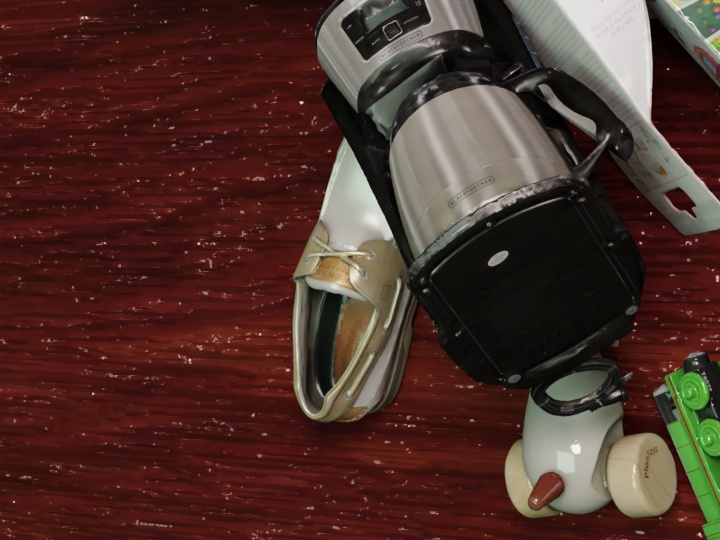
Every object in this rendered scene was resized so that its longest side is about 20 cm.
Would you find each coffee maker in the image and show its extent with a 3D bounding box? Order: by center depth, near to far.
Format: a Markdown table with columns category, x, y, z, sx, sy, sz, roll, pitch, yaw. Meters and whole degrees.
| category | x | y | z | sx | sy | sz | roll | pitch | yaw |
| --- | --- | --- | --- | --- | --- | --- | --- | --- | --- |
| coffee maker | 0.062 | -0.044 | 1.176 | 0.193 | 0.134 | 0.201 | 86 | 166 | -48 |

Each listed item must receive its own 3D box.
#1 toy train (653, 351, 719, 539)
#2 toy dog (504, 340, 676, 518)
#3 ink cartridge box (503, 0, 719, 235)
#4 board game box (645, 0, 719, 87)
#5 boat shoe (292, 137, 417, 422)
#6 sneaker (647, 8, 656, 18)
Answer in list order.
| category | x | y | z | sx | sy | sz | roll | pitch | yaw |
| --- | --- | --- | --- | --- | --- | --- | --- | --- | --- |
| toy train | 0.223 | 0.145 | 1.242 | 0.056 | 0.042 | 0.201 | -31 | 78 | 52 |
| toy dog | 0.109 | 0.064 | 1.257 | 0.132 | 0.096 | 0.201 | -34 | 79 | 31 |
| ink cartridge box | 0.143 | -0.112 | 1.175 | 0.047 | 0.160 | 0.200 | -39 | 90 | -2 |
| board game box | 0.233 | -0.158 | 1.118 | 0.147 | 0.064 | 0.200 | -41 | 78 | -1 |
| boat shoe | 0.000 | 0.000 | 1.332 | 0.074 | 0.068 | 0.201 | 12 | 107 | 29 |
| sneaker | 0.136 | -0.241 | 1.208 | 0.082 | 0.074 | 0.201 | 11 | 115 | 62 |
